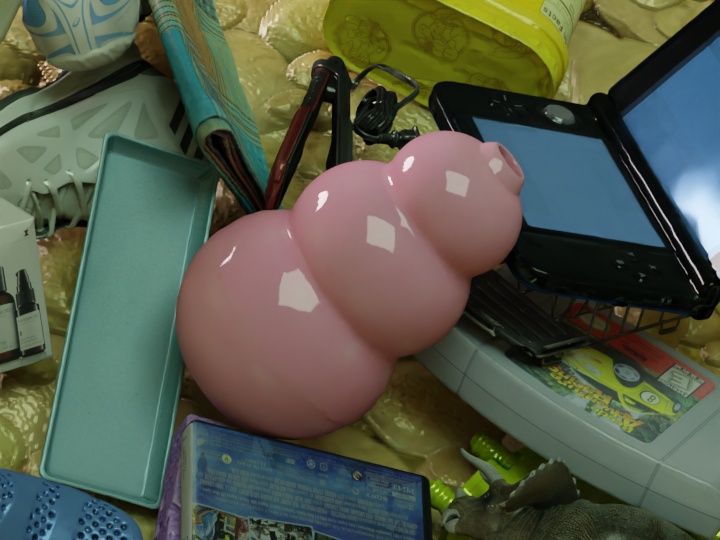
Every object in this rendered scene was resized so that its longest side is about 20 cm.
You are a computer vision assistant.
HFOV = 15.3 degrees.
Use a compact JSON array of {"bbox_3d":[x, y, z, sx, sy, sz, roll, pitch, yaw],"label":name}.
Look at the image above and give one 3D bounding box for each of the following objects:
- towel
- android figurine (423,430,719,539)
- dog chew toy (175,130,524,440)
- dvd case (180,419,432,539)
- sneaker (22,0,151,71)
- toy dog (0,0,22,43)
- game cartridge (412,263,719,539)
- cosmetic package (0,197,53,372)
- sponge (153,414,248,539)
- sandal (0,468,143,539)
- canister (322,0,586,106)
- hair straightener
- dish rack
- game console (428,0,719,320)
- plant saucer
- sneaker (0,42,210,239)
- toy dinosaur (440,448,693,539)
[{"bbox_3d":[-0.089,-0.121,1.531,0.022,0.147,0.201,-23,59,6],"label":"towel"},{"bbox_3d":[0.122,0.167,1.442,0.200,0.041,0.182,42,54,12],"label":"android figurine"},{"bbox_3d":[0.000,0.000,1.407,0.125,0.200,0.125,47,18,-20],"label":"dog chew toy"},{"bbox_3d":[-0.025,0.179,1.357,0.142,0.018,0.201,16,52,-24],"label":"dvd case"},{"bbox_3d":[-0.156,-0.167,1.531,0.071,0.073,0.200,-9,17,-2],"label":"sneaker"},{"bbox_3d":[-0.293,-0.165,1.491,0.139,0.195,0.200,-9,38,-34],"label":"toy dog"},{"bbox_3d":[0.132,0.069,1.477,0.199,0.041,0.133,31,32,17],"label":"game cartridge"},{"bbox_3d":[-0.262,0.029,1.388,0.199,0.083,0.051,-17,22,-27],"label":"cosmetic package"},{"bbox_3d":[-0.058,0.177,1.370,0.111,0.030,0.201,23,50,-17],"label":"sponge"},{"bbox_3d":[-0.204,0.123,1.343,0.199,0.087,0.080,12,51,-11],"label":"sandal"},{"bbox_3d":[0.079,-0.196,1.667,0.148,0.087,0.200,25,50,1],"label":"canister"},{"bbox_3d":[-0.003,-0.075,1.541,0.077,0.041,0.200,15,24,1],"label":"hair straightener"},{"bbox_3d":[0.110,-0.016,1.517,0.153,0.055,0.200,38,31,30],"label":"dish rack"},{"bbox_3d":[0.152,-0.078,1.476,0.170,0.119,0.200,9,31,-22],"label":"game console"},{"bbox_3d":[-0.125,0.027,1.443,0.070,0.019,0.201,18,67,-21],"label":"plant saucer"},{"bbox_3d":[-0.151,-0.046,1.490,0.115,0.076,0.200,38,50,14],"label":"sneaker"},{"bbox_3d":[0.137,0.157,1.381,0.199,0.077,0.103,19,59,-2],"label":"toy dinosaur"}]
